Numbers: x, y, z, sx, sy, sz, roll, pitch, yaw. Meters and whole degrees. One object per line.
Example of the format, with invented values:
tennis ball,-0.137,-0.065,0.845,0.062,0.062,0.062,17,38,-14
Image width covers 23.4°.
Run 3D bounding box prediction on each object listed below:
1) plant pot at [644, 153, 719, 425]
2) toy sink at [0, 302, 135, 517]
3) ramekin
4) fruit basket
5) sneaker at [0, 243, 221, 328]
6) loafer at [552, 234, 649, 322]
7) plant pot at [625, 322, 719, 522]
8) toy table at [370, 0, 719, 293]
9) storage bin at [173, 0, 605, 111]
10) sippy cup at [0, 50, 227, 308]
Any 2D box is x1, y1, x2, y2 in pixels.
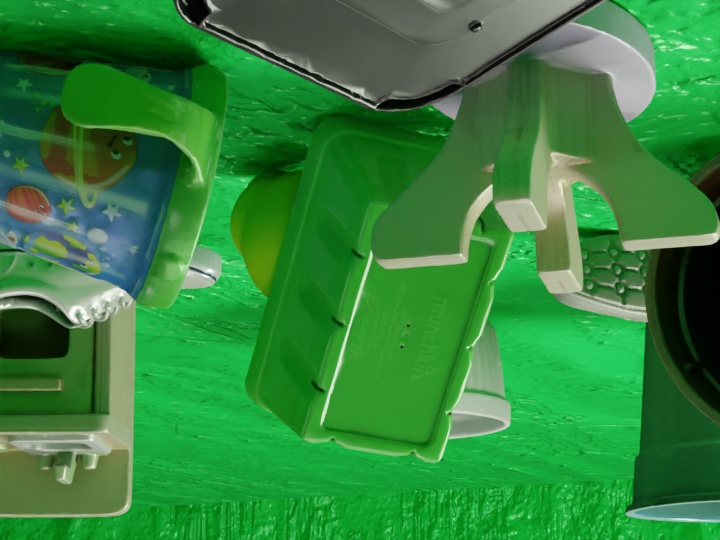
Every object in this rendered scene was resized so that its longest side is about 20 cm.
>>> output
plant pot,0.308,0.017,1.159,0.200,0.201,0.198,-5,174,20
toy sink,-0.258,0.096,1.417,0.130,0.200,0.112,0,167,3
ramekin,0.040,0.095,1.627,0.200,0.105,0.200,0,167,0
fruit basket,0.000,0.000,1.107,0.155,0.216,0.216,11,164,-15
sneaker,-0.207,0.011,1.333,0.200,0.071,0.073,2,167,-9
loafer,0.228,0.014,1.364,0.200,0.070,0.070,5,157,-26
plant pot,0.326,0.112,1.504,0.200,0.196,0.200,0,166,0
toy table,0.097,-0.064,0.933,0.184,0.117,0.200,-7,164,26
storage bin,0.041,-0.145,0.506,0.200,0.094,0.135,-30,153,26
sippy cup,-0.152,-0.058,0.947,0.130,0.140,0.178,14,125,-12
